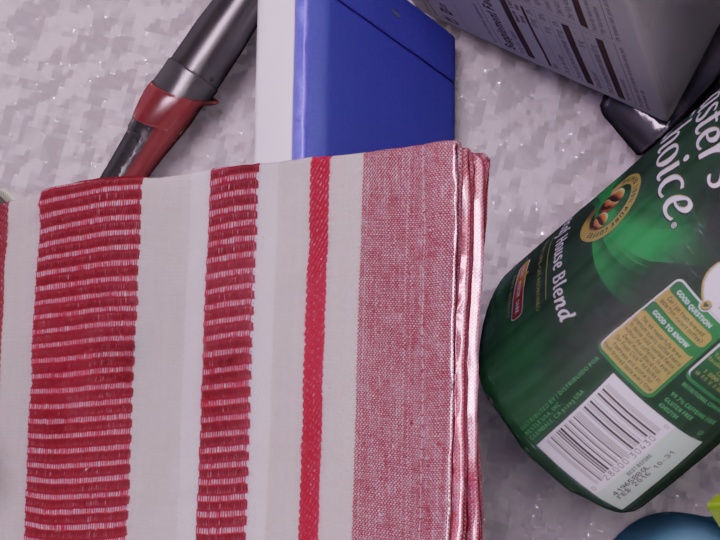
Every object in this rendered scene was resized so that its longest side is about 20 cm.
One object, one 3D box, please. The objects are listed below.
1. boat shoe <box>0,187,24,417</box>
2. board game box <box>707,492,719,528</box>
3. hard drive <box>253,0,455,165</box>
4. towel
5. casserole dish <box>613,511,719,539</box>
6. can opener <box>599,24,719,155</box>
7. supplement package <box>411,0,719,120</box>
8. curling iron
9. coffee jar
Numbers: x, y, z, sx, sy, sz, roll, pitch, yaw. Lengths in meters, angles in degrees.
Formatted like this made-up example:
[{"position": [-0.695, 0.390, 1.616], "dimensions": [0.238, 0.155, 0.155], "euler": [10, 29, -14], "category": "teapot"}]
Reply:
[{"position": [-0.168, 0.059, 0.745], "dimensions": [0.060, 0.072, 0.202], "euler": [27, 77, -43], "category": "boat shoe"}, {"position": [0.203, 0.147, 0.708], "dimensions": [0.048, 0.102, 0.200], "euler": [-33, 92, -15], "category": "board game box"}, {"position": [0.000, 0.000, 0.745], "dimensions": [0.025, 0.132, 0.201], "euler": [-4, 78, 23], "category": "hard drive"}, {"position": [-0.044, 0.039, 0.674], "dimensions": [0.200, 0.023, 0.145], "euler": [-4, 81, 39], "category": "towel"}, {"position": [0.117, 0.179, 0.764], "dimensions": [0.121, 0.039, 0.200], "euler": [25, 80, 2], "category": "casserole dish"}, {"position": [0.180, -0.107, 0.808], "dimensions": [0.200, 0.063, 0.079], "euler": [-45, 98, -11], "category": "can opener"}, {"position": [0.094, -0.180, 0.732], "dimensions": [0.111, 0.156, 0.200], "euler": [26, 84, 18], "category": "supplement package"}, {"position": [-0.060, -0.058, 0.793], "dimensions": [0.049, 0.026, 0.200], "euler": [27, 86, 11], "category": "curling iron"}, {"position": [0.134, -0.014, 0.720], "dimensions": [0.085, 0.104, 0.200], "euler": [41, 117, -12], "category": "coffee jar"}]
